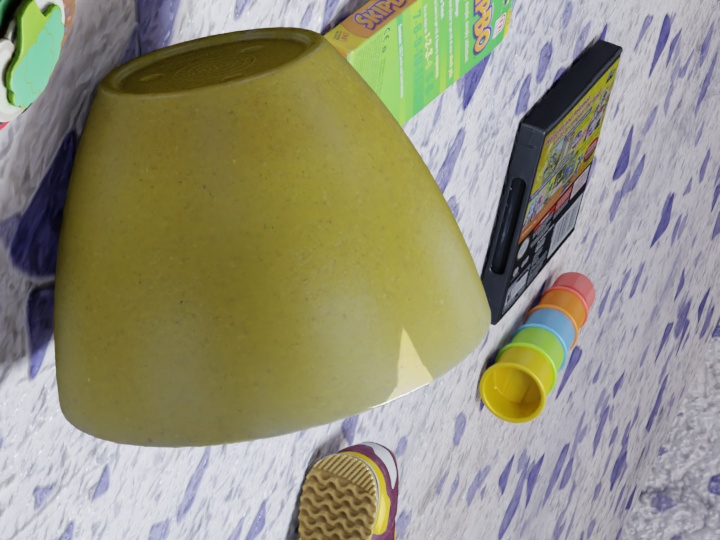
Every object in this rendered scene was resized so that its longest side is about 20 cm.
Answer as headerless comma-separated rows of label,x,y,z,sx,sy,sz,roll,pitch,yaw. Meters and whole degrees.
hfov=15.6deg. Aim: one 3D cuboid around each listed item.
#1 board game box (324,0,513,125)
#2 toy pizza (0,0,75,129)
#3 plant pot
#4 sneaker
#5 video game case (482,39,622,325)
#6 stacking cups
board game box,0.036,-0.138,1.556,0.200,0.030,0.096,-38,149,-42
toy pizza,-0.132,-0.127,0.988,0.200,0.032,0.200,21,90,-76
plant pot,-0.053,-0.026,1.172,0.200,0.200,0.142,-45,127,-59
sneaker,-0.014,0.217,1.834,0.090,0.075,0.200,-14,125,-67
video game case,0.154,-0.075,2.158,0.200,0.025,0.181,-46,153,-56
stacking cups,0.159,0.058,2.325,0.200,0.060,0.061,-57,162,-56
